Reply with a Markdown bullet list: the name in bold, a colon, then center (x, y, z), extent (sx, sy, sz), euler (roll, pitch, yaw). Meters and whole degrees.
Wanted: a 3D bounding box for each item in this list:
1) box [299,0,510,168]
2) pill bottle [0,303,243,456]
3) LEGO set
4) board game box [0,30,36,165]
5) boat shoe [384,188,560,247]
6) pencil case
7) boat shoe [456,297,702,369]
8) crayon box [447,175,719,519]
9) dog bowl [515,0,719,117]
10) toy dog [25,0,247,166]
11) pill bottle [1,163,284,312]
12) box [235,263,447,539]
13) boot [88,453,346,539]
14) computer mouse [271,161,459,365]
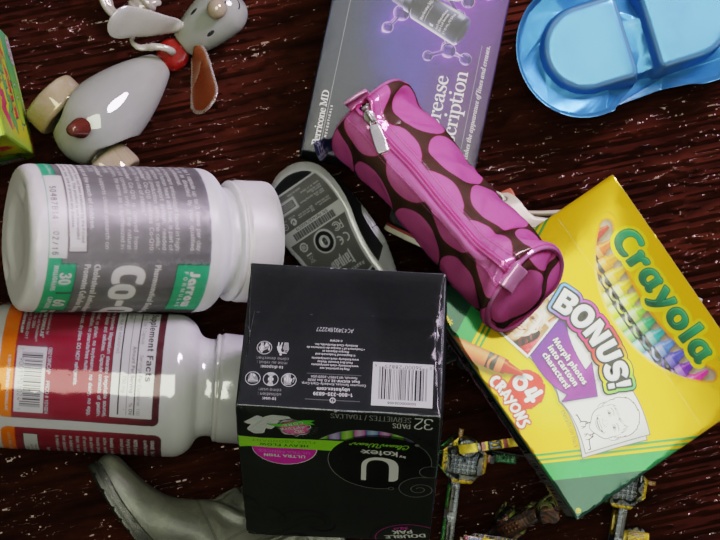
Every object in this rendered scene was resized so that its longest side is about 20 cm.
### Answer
- **box**: center (0.038, -0.175, 1.556), extent (0.141, 0.079, 0.200), euler (11, 88, 0)
- **pill bottle**: center (-0.188, 0.087, 1.519), extent (0.200, 0.113, 0.113), euler (4, 89, -3)
- **LEGO set**: center (0.142, 0.204, 1.531), extent (0.200, 0.116, 0.154), euler (17, 88, -3)
- **board game box**: center (-0.289, -0.136, 1.474), extent (0.048, 0.200, 0.102), euler (-13, 90, -3)
- **boat shoe**: center (0.119, -0.034, 1.556), extent (0.200, 0.071, 0.063), euler (10, 103, -9)
- **pencil case**: center (0.061, -0.050, 1.439), extent (0.091, 0.094, 0.200), euler (-40, 69, -8)
- **boat shoe**: center (0.172, 0.047, 1.558), extent (0.200, 0.075, 0.062), euler (-3, 87, -2)
- **crayon box**: center (0.175, 0.059, 1.489), extent (0.172, 0.058, 0.200), euler (-34, 86, -5)
- **dog bowl**: center (0.219, -0.190, 1.578), extent (0.200, 0.050, 0.112), euler (-17, 90, -4)
- **toy dog**: center (-0.177, -0.151, 1.532), extent (0.132, 0.096, 0.200), euler (26, 88, -3)
- **pill bottle**: center (-0.167, -0.024, 1.502), extent (0.200, 0.113, 0.113), euler (0, 89, -22)
- **box**: center (-0.013, 0.102, 1.452), extent (0.148, 0.200, 0.125), euler (4, 57, 1)
- **boot**: center (-0.110, 0.189, 1.552), extent (0.131, 0.068, 0.200), euler (-44, 99, -7)
- **computer mouse**: center (0.000, 0.000, 1.557), extent (0.110, 0.044, 0.200), euler (-31, 87, 30)
